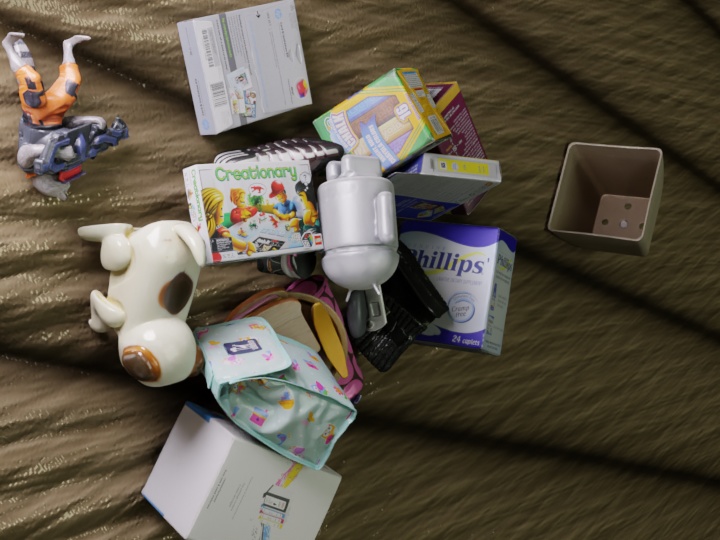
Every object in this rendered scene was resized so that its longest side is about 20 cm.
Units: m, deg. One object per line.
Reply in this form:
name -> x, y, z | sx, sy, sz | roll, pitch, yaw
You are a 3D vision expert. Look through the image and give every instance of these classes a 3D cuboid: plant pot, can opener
plant pot -> 0.527, -0.130, 2.213 | 0.177, 0.198, 0.202 | 40, 63, -56
can opener -> 0.000, 0.000, 1.642 | 0.066, 0.052, 0.203 | -17, 99, -71

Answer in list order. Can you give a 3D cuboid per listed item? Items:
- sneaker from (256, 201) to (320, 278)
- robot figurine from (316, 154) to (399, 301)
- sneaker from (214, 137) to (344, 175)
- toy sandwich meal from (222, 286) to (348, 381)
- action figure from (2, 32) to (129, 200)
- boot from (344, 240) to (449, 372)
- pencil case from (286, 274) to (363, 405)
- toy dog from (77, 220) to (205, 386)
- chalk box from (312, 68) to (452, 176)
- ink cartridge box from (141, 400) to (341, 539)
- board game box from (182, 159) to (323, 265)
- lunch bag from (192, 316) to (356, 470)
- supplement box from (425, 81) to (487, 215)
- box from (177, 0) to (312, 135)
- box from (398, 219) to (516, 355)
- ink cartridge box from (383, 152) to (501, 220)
sneaker -> -0.097, -0.052, 1.585 | 0.200, 0.085, 0.081 | -47, 132, -62
robot figurine -> -0.004, -0.060, 1.513 | 0.112, 0.169, 0.203 | 1, 80, -31
sneaker -> -0.116, -0.124, 1.546 | 0.198, 0.076, 0.117 | -11, 112, -23
toy sandwich meal -> -0.104, 0.120, 1.534 | 0.202, 0.070, 0.208 | -5, 107, -15
action figure -> -0.364, -0.184, 1.281 | 0.200, 0.103, 0.196 | -32, 127, -70
boot -> 0.030, 0.041, 1.722 | 0.158, 0.212, 0.079 | -42, 149, 15
pencil case -> -0.061, 0.112, 1.629 | 0.093, 0.090, 0.202 | -38, 118, -36
toy dog -> -0.252, 0.044, 1.334 | 0.139, 0.192, 0.203 | 2, 85, -60
chalk box -> 0.017, -0.206, 1.623 | 0.125, 0.198, 0.124 | 61, 21, -1
ink cartridge box -> -0.159, 0.293, 1.443 | 0.199, 0.147, 0.146 | 29, 85, -38
board game box -> -0.140, -0.080, 1.424 | 0.199, 0.034, 0.128 | -9, 88, -45
lunch bag -> -0.126, 0.149, 1.405 | 0.199, 0.170, 0.123 | 30, 100, -30
supplement box -> 0.122, -0.203, 1.779 | 0.103, 0.130, 0.201 | -49, 126, -32
box -> -0.160, -0.293, 1.517 | 0.199, 0.041, 0.158 | -27, 113, -43
box -> 0.149, 0.027, 1.772 | 0.105, 0.182, 0.203 | 22, 76, -62
ink cartridge box -> 0.083, -0.130, 1.656 | 0.198, 0.197, 0.048 | 5, 73, -31
